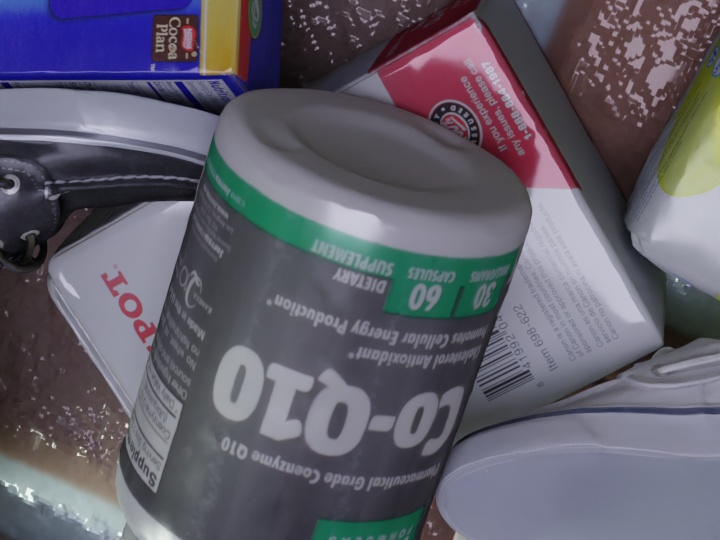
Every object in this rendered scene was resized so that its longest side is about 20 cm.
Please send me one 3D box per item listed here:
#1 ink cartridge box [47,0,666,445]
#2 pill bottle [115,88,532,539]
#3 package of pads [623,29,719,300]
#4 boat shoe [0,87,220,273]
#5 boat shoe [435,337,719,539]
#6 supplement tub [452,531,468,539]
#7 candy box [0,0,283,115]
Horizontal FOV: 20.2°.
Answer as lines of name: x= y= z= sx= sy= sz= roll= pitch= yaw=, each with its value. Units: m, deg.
ink cartridge box: x=0.000 y=0.000 z=0.796 sx=0.199 sy=0.083 sz=0.146 roll=-28 pitch=103 yaw=17
pill bottle: x=-0.021 y=0.047 z=0.711 sx=0.112 sy=0.113 sz=0.201 roll=19 pitch=112 yaw=3
package of pads: x=0.216 y=-0.032 z=0.756 sx=0.199 sy=0.068 sz=0.155 roll=28 pitch=110 yaw=0
boat shoe: x=-0.139 y=-0.028 z=0.722 sx=0.199 sy=0.070 sz=0.067 roll=3 pitch=82 yaw=-7
boat shoe: x=0.126 y=0.059 z=0.735 sx=0.199 sy=0.066 sz=0.074 roll=-5 pitch=132 yaw=7
supplement tub: x=0.079 y=0.196 z=0.819 sx=0.140 sy=0.140 sz=0.201 roll=20 pitch=110 yaw=3
candy box: x=-0.129 y=-0.145 z=0.745 sx=0.199 sy=0.077 sz=0.170 roll=1 pitch=84 yaw=8
